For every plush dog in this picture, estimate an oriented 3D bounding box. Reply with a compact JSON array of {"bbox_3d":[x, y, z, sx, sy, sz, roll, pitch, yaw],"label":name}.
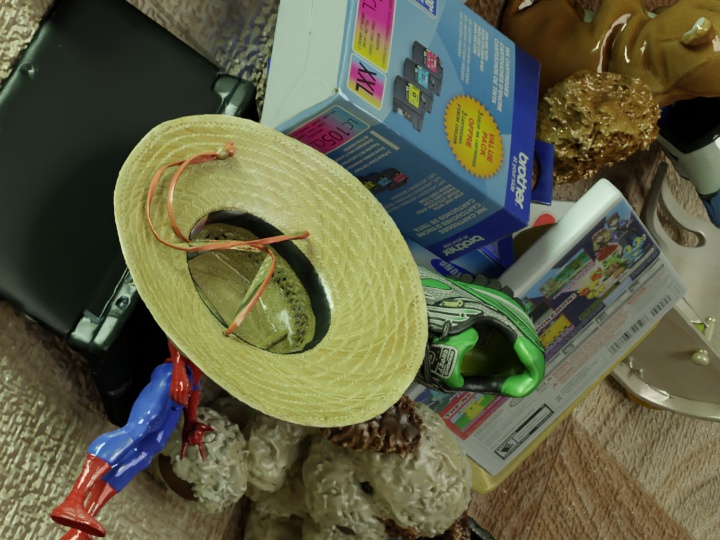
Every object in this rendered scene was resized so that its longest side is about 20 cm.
[{"bbox_3d":[-0.005,0.122,1.155,0.161,0.172,0.200,-58,135,-28],"label":"plush dog"}]

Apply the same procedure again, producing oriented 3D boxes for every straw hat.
[{"bbox_3d":[-0.067,0.015,1.030,0.201,0.085,0.201,21,50,-27],"label":"straw hat"}]

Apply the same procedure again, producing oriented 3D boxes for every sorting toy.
[{"bbox_3d":[0.267,0.010,1.556,0.200,0.107,0.180,43,52,-41],"label":"sorting toy"}]

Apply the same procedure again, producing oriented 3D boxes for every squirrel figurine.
[{"bbox_3d":[0.201,-0.139,1.383,0.142,0.187,0.200,56,52,-37],"label":"squirrel figurine"}]

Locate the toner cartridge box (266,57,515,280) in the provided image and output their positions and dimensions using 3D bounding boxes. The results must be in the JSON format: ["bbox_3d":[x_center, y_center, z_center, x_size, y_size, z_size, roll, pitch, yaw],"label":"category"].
[{"bbox_3d":[0.022,-0.066,1.213,0.200,0.043,0.095,38,32,-29],"label":"toner cartridge box"}]

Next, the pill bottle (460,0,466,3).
[{"bbox_3d":[0.044,-0.246,1.240,0.113,0.113,0.200,53,53,-38],"label":"pill bottle"}]

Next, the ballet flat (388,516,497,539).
[{"bbox_3d":[0.052,0.185,1.322,0.200,0.057,0.067,33,67,-51],"label":"ballet flat"}]

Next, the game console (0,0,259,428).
[{"bbox_3d":[-0.151,-0.037,1.092,0.176,0.116,0.200,86,28,-61],"label":"game console"}]

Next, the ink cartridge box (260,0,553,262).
[{"bbox_3d":[0.040,-0.099,1.141,0.200,0.076,0.137,33,50,-35],"label":"ink cartridge box"}]

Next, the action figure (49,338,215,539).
[{"bbox_3d":[-0.112,0.075,1.065,0.065,0.052,0.200,83,28,-56],"label":"action figure"}]

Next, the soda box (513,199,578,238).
[{"bbox_3d":[0.132,-0.021,1.398,0.200,0.064,0.068,0,94,-53],"label":"soda box"}]

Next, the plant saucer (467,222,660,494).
[{"bbox_3d":[0.109,0.057,1.324,0.200,0.048,0.200,-46,146,5],"label":"plant saucer"}]

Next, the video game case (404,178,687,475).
[{"bbox_3d":[0.127,0.045,1.266,0.200,0.023,0.182,-44,148,3],"label":"video game case"}]

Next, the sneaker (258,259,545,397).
[{"bbox_3d":[0.027,0.028,1.117,0.200,0.085,0.078,11,108,-22],"label":"sneaker"}]

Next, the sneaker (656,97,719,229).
[{"bbox_3d":[0.281,-0.123,1.503,0.115,0.081,0.199,56,11,-19],"label":"sneaker"}]
